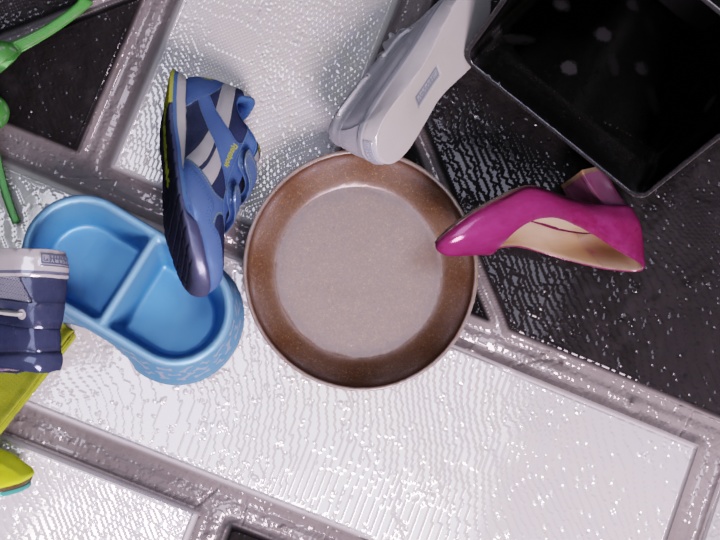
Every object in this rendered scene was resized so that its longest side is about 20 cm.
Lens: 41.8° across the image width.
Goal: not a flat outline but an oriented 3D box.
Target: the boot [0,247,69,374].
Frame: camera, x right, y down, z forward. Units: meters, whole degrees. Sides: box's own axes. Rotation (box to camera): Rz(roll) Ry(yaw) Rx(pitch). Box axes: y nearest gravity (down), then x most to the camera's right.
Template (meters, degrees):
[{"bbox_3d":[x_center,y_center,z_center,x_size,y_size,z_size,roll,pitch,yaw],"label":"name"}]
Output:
[{"bbox_3d":[-0.307,0.032,0.721,0.198,0.072,0.092,-2,85,31],"label":"boot"}]

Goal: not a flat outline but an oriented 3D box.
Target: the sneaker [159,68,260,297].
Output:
[{"bbox_3d":[-0.117,-0.074,0.757,0.081,0.074,0.202,4,63,-21],"label":"sneaker"}]

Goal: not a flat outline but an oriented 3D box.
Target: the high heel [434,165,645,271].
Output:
[{"bbox_3d":[0.156,-0.022,0.779,0.198,0.067,0.097,-20,79,-25],"label":"high heel"}]

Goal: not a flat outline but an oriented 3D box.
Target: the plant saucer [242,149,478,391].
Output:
[{"bbox_3d":[0.000,0.000,0.802,0.197,0.037,0.203,0,85,-4],"label":"plant saucer"}]

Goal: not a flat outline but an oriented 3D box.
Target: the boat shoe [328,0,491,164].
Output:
[{"bbox_3d":[0.043,-0.175,0.805,0.068,0.072,0.201,21,71,31],"label":"boat shoe"}]

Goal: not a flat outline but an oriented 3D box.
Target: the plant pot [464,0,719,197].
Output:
[{"bbox_3d":[0.237,-0.220,0.762,0.199,0.200,0.178,37,63,-1],"label":"plant pot"}]

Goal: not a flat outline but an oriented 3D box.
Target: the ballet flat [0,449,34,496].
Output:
[{"bbox_3d":[-0.362,0.152,0.742,0.197,0.067,0.068,-6,96,-3],"label":"ballet flat"}]

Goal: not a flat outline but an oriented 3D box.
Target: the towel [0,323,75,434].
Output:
[{"bbox_3d":[-0.315,0.102,0.734,0.086,0.018,0.201,34,58,-3],"label":"towel"}]

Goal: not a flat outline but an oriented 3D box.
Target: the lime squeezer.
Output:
[{"bbox_3d":[-0.292,-0.145,0.794,0.070,0.038,0.203,20,82,-35],"label":"lime squeezer"}]

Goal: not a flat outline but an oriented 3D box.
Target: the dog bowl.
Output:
[{"bbox_3d":[-0.188,0.012,0.770,0.199,0.050,0.112,31,75,-1],"label":"dog bowl"}]
